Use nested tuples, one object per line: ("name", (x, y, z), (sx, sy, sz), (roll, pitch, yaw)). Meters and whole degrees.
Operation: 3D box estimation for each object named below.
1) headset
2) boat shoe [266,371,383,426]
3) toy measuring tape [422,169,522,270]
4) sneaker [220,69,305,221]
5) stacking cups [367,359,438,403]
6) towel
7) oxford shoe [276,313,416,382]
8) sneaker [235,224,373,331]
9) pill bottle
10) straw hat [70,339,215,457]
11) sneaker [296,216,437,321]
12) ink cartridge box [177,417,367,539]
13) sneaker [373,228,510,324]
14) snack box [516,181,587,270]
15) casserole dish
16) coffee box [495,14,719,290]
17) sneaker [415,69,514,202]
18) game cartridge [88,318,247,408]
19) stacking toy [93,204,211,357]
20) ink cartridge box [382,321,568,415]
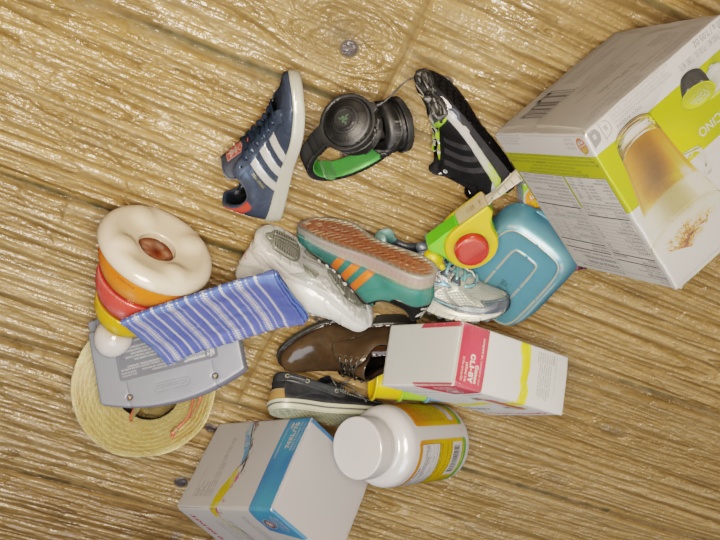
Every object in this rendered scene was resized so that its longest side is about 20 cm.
("headset", (0.018, -0.154, 1.143), (0.123, 0.094, 0.200), (-6, 154, -45))
("boat shoe", (-0.042, 0.181, 1.425), (0.199, 0.063, 0.075), (13, 150, -31))
("toy measuring tape", (0.160, -0.060, 1.207), (0.200, 0.074, 0.074), (-37, 120, 18))
("sneaker", (-0.118, -0.144, 1.179), (0.084, 0.075, 0.201), (7, 125, -14))
("stacking cups", (0.112, 0.165, 1.426), (0.198, 0.061, 0.061), (8, 125, -10))
("towel", (-0.173, 0.060, 1.232), (0.199, 0.024, 0.145), (-18, 153, 5))
("oxford shoe", (-0.018, 0.112, 1.367), (0.198, 0.085, 0.073), (-10, 128, 6))
("sneaker", (-0.075, 0.025, 1.315), (0.199, 0.078, 0.099), (35, 125, -17))
("pill bottle", (0.055, 0.241, 1.394), (0.111, 0.111, 0.199), (-45, 151, 25))
("straw hat", (-0.285, 0.163, 1.379), (0.200, 0.203, 0.085), (-12, 169, 5))
("sneaker", (0.000, 0.000, 1.243), (0.199, 0.071, 0.080), (26, 123, 26))
("ink cartridge box", (-0.122, 0.310, 1.418), (0.199, 0.147, 0.147), (-10, 133, 41))
("sneaker", (0.095, 0.004, 1.270), (0.199, 0.078, 0.087), (17, 114, 15))
("snack box", (0.301, -0.074, 1.273), (0.198, 0.053, 0.143), (-8, 124, 2))
("casserole dish", (0.193, 0.001, 1.279), (0.121, 0.039, 0.200), (38, 138, 3))
("coffee box", (0.305, -0.126, 1.078), (0.199, 0.200, 0.198), (-39, 107, -10))
("sneaker", (0.110, -0.144, 1.197), (0.083, 0.072, 0.200), (-31, 122, 19))
("game cartridge", (-0.252, 0.108, 1.324), (0.199, 0.134, 0.040), (-14, 165, 4))
("stacking toy", (-0.287, 0.032, 1.255), (0.145, 0.147, 0.200), (24, 124, -20))
("ink cartridge box", (0.151, 0.131, 1.312), (0.199, 0.084, 0.145), (19, 163, -34))
